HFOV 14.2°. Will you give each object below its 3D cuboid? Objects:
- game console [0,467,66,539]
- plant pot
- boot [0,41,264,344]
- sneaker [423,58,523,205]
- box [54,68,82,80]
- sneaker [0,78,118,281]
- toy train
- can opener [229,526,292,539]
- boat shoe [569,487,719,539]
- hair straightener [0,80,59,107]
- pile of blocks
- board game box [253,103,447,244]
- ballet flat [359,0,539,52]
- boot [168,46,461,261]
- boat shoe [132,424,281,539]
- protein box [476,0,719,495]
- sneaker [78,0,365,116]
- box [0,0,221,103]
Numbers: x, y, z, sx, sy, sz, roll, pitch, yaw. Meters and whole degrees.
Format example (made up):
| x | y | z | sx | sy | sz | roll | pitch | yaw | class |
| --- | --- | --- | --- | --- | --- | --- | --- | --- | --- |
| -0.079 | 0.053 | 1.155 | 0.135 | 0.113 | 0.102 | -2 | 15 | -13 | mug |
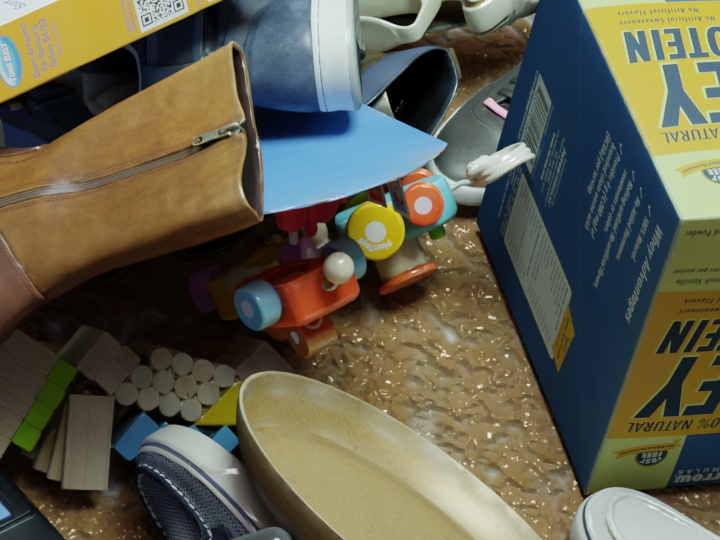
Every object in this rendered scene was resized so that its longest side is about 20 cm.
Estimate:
| x | y | z | sx | sy | sz | roll | pitch | yaw | class |
| --- | --- | --- | --- | --- | --- | --- | --- | --- | --- |
| -0.245 | 0.078 | 1.308 | 0.175 | 0.117 | 0.200 | -25 | 55 | -34 | game console |
| 0.020 | 0.120 | 1.335 | 0.200 | 0.028 | 0.200 | 34 | 15 | -10 | plant pot |
| -0.146 | -0.060 | 1.343 | 0.199 | 0.069 | 0.189 | -27 | 43 | 15 | boot |
| 0.109 | -0.114 | 1.612 | 0.071 | 0.099 | 0.200 | 38 | 49 | 22 | sneaker |
| -0.183 | -0.204 | 1.547 | 0.106 | 0.153 | 0.200 | -5 | 24 | -26 | box |
| -0.199 | -0.062 | 1.503 | 0.199 | 0.081 | 0.147 | 21 | 35 | 13 | sneaker |
| 0.000 | 0.000 | 1.459 | 0.200 | 0.150 | 0.056 | -28 | 101 | -38 | toy train |
| -0.116 | 0.172 | 1.253 | 0.199 | 0.067 | 0.053 | -17 | 53 | -11 | can opener |
| 0.181 | 0.161 | 1.365 | 0.072 | 0.066 | 0.200 | -23 | 54 | -33 | boat shoe |
| -0.141 | -0.119 | 1.593 | 0.199 | 0.041 | 0.077 | 2 | 43 | -4 | hair straightener |
| -0.121 | 0.065 | 1.408 | 0.199 | 0.083 | 0.062 | 7 | 1 | -19 | pile of blocks |
| -0.054 | -0.041 | 1.416 | 0.157 | 0.039 | 0.200 | -16 | 21 | -22 | board game box |
| 0.047 | -0.156 | 1.637 | 0.199 | 0.072 | 0.072 | -9 | 43 | 9 | ballet flat |
| -0.028 | -0.071 | 1.516 | 0.097 | 0.075 | 0.200 | -11 | 22 | 37 | boot |
| -0.065 | 0.156 | 1.306 | 0.093 | 0.075 | 0.200 | -30 | 52 | -24 | boat shoe |
| 0.166 | -0.028 | 1.462 | 0.134 | 0.199 | 0.201 | -4 | 46 | -18 | protein box |
| -0.070 | -0.126 | 1.486 | 0.145 | 0.077 | 0.202 | -6 | 17 | 4 | sneaker |
| -0.148 | -0.134 | 1.380 | 0.199 | 0.042 | 0.119 | -26 | 29 | -29 | box |
